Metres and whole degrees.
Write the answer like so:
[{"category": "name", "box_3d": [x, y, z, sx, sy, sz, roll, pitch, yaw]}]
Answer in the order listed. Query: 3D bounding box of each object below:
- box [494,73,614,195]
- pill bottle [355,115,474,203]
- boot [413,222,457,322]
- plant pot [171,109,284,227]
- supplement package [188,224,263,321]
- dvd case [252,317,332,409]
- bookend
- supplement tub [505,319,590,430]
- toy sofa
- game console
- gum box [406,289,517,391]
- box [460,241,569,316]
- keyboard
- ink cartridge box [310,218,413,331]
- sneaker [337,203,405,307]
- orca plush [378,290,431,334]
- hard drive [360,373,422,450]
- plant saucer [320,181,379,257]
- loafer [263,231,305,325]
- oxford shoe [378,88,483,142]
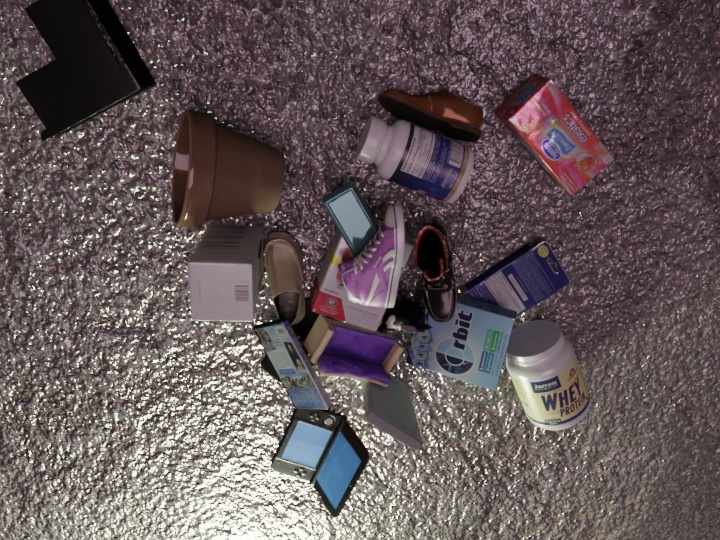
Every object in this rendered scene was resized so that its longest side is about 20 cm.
[{"category": "box", "box_3d": [0.355, -0.250, 1.098, 0.103, 0.095, 0.200, -42, 110, 14]}, {"category": "pill bottle", "box_3d": [0.097, -0.207, 1.088, 0.199, 0.111, 0.112, 20, 110, -11]}, {"category": "boot", "box_3d": [0.143, 0.006, 1.132, 0.073, 0.151, 0.202, -1, 92, 12]}, {"category": "plant pot", "box_3d": [-0.234, -0.169, 1.056, 0.173, 0.200, 0.202, 4, 114, -27]}, {"category": "supplement package", "box_3d": [-0.242, -0.002, 1.101, 0.108, 0.200, 0.115, 2, 114, -4]}, {"category": "dvd case", "box_3d": [-0.141, 0.194, 1.213, 0.017, 0.142, 0.201, -32, 98, -34]}, {"category": "bookend", "box_3d": [-0.490, -0.355, 0.994, 0.199, 0.092, 0.200, -25, 111, 8]}, {"category": "supplement tub", "box_3d": [0.397, 0.222, 1.273, 0.144, 0.145, 0.201, -24, 113, 6]}, {"category": "toy sofa", "box_3d": [-0.007, 0.164, 1.210, 0.199, 0.098, 0.083, 18, 111, -36]}, {"category": "game console", "box_3d": [-0.096, 0.428, 1.338, 0.171, 0.119, 0.201, 21, 109, -13]}, {"category": "gum box", "box_3d": [0.207, 0.141, 1.238, 0.198, 0.045, 0.171, 15, 113, 16]}, {"category": "box", "box_3d": [0.326, 0.032, 1.248, 0.199, 0.032, 0.121, -34, 111, 11]}, {"category": "keyboard", "box_3d": [-0.124, 0.159, 1.277, 0.104, 0.040, 0.201, 39, 108, 6]}, {"category": "ink cartridge box", "box_3d": [0.000, 0.000, 1.183, 0.144, 0.084, 0.201, 19, 110, -12]}, {"category": "sneaker", "box_3d": [0.018, -0.026, 1.073, 0.113, 0.073, 0.202, 6, 111, -4]}, {"category": "orca plush", "box_3d": [0.073, 0.078, 1.168, 0.105, 0.200, 0.072, -24, 99, 4]}, {"category": "hard drive", "box_3d": [0.059, 0.273, 1.239, 0.131, 0.200, 0.026, 34, 106, -17]}, {"category": "plant saucer", "box_3d": [0.005, -0.063, 1.104, 0.070, 0.019, 0.201, -28, 112, 7]}, {"category": "loafer", "box_3d": [-0.147, 0.022, 1.187, 0.075, 0.068, 0.202, -10, 110, 0]}, {"category": "oxford shoe", "box_3d": [0.130, -0.299, 1.088, 0.198, 0.071, 0.072, 16, 83, -10]}]
